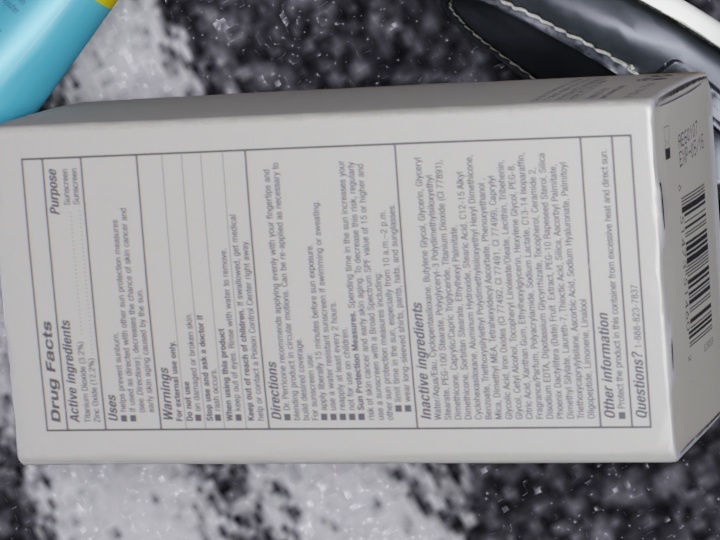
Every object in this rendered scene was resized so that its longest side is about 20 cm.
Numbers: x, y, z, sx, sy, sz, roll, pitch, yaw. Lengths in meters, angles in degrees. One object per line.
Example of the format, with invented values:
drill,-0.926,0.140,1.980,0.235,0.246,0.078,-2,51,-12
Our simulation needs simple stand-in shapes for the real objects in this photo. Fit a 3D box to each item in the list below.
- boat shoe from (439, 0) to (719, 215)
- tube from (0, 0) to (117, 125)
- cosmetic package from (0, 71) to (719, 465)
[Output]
boat shoe,0.101,-0.030,0.895,0.199,0.074,0.066,32,79,-9
tube,-0.114,-0.065,0.904,0.050,0.077,0.200,36,95,-36
cosmetic package,0.000,0.000,0.862,0.199,0.073,0.104,0,100,20
